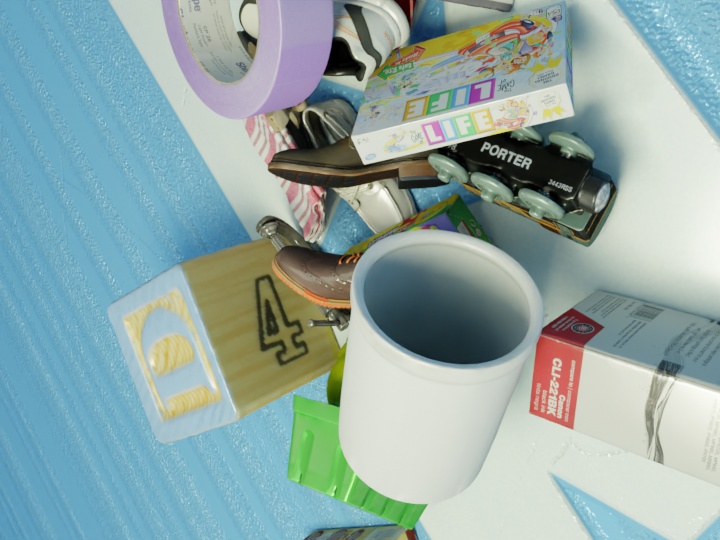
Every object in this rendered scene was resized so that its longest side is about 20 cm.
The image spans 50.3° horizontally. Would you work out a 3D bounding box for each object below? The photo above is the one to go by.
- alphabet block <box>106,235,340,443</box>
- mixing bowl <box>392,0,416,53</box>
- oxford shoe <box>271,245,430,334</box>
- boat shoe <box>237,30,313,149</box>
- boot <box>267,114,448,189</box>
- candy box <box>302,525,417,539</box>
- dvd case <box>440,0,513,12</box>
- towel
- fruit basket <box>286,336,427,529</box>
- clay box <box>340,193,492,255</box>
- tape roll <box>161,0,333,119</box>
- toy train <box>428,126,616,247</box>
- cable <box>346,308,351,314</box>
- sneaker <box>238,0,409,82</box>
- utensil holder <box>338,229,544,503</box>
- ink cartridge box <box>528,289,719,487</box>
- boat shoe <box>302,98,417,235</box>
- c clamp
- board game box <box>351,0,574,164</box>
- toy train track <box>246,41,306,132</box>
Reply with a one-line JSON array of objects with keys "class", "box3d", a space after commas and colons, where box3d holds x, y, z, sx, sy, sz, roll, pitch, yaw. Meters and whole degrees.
[{"class": "alphabet block", "box3d": [-0.176, 0.086, 1.008, 0.193, 0.198, 0.200, -22, 89, 40]}, {"class": "mixing bowl", "box3d": [-0.013, -0.326, 0.782, 0.197, 0.109, 0.201, 25, 153, 14]}, {"class": "oxford shoe", "box3d": [0.000, 0.000, 0.820, 0.196, 0.072, 0.074, 16, 127, 8]}, {"class": "boat shoe", "box3d": [-0.095, -0.213, 0.944, 0.202, 0.056, 0.067, 59, 170, 5]}, {"class": "boot", "box3d": [-0.001, -0.142, 0.826, 0.075, 0.195, 0.099, 147, 124, -82]}, {"class": "candy box", "box3d": [0.004, 0.418, 1.049, 0.198, 0.055, 0.118, -20, 90, 42]}, {"class": "dvd case", "box3d": [0.104, -0.343, 0.682, 0.016, 0.146, 0.204, 47, 131, 48]}, {"class": "towel", "box3d": [-0.101, -0.140, 0.934, 0.202, 0.030, 0.147, 58, 168, 11]}, {"class": "fruit basket", "box3d": [0.016, 0.177, 0.910, 0.153, 0.214, 0.221, 9, 109, 37]}, {"class": "clay box", "box3d": [0.059, 0.006, 0.864, 0.198, 0.048, 0.116, -26, 108, 40]}, {"class": "tape roll", "box3d": [-0.113, -0.252, 0.733, 0.198, 0.065, 0.204, 24, 125, 41]}, {"class": "toy train", "box3d": [0.152, -0.092, 0.737, 0.198, 0.114, 0.086, 28, 86, 34]}, {"class": "cable", "box3d": [0.064, 0.094, 0.886, 0.199, 0.050, 0.098, 42, 151, 9]}, {"class": "sneaker", "box3d": [-0.052, -0.240, 0.763, 0.197, 0.081, 0.074, 17, 152, 32]}, {"class": "utensil holder", "box3d": [0.063, 0.092, 0.717, 0.169, 0.169, 0.203, 36, 139, 26]}, {"class": "ink cartridge box", "box3d": [0.269, 0.097, 0.672, 0.197, 0.143, 0.086, 16, 114, 36]}, {"class": "boat shoe", "box3d": [-0.007, -0.108, 0.892, 0.071, 0.069, 0.202, -41, 78, 36]}, {"class": "c clamp", "box3d": [-0.063, -0.002, 0.917, 0.027, 0.170, 0.201, -44, 63, 12]}, {"class": "board game box", "box3d": [0.096, -0.174, 0.714, 0.196, 0.136, 0.034, -10, 134, 24]}, {"class": "toy train track", "box3d": [-0.083, -0.244, 0.874, 0.032, 0.115, 0.204, -14, 54, 20]}]
